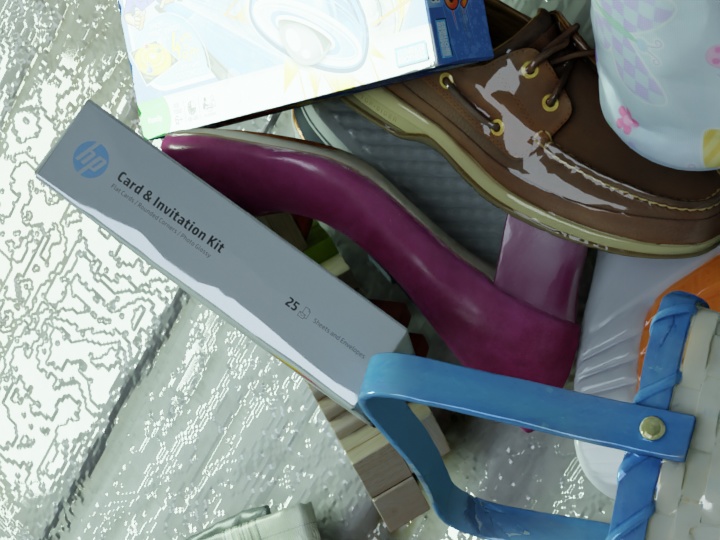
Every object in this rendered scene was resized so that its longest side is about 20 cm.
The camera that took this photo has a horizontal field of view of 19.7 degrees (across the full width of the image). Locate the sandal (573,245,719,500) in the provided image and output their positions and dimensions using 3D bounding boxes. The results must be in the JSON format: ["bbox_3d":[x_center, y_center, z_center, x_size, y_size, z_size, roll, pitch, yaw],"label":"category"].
[{"bbox_3d":[0.142,0.003,0.916,0.078,0.059,0.209,2,75,17],"label":"sandal"}]

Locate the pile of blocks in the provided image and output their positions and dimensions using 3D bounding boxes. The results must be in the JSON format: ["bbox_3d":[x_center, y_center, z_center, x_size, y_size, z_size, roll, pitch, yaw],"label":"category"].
[{"bbox_3d":[-0.009,0.026,1.019,0.062,0.082,0.201,-29,82,-3],"label":"pile of blocks"}]

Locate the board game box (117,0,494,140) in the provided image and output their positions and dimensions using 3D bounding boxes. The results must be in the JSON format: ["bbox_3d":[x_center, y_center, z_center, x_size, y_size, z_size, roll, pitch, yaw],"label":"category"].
[{"bbox_3d":[-0.035,-0.138,0.884,0.199,0.034,0.137,-10,92,48],"label":"board game box"}]

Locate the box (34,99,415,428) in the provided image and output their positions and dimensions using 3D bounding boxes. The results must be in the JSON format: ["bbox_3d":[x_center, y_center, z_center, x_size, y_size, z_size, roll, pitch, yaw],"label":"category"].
[{"bbox_3d":[-0.049,0.004,0.880,0.155,0.200,0.041,36,88,7],"label":"box"}]

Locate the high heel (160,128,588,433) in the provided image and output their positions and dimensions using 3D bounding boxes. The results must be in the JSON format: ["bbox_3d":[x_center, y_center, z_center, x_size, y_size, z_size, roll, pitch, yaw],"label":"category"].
[{"bbox_3d":[0.000,0.000,0.902,0.198,0.067,0.097,15,96,3],"label":"high heel"}]

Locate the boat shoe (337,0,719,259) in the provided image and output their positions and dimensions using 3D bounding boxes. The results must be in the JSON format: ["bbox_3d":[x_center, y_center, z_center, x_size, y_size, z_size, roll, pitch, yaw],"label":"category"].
[{"bbox_3d":[0.070,-0.073,0.870,0.199,0.072,0.068,32,132,21],"label":"boat shoe"}]

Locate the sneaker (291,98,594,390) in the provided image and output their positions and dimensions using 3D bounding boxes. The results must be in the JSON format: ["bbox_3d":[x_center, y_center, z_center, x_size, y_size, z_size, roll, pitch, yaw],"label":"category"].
[{"bbox_3d":[0.041,-0.022,0.970,0.078,0.079,0.201,-34,86,-15],"label":"sneaker"}]

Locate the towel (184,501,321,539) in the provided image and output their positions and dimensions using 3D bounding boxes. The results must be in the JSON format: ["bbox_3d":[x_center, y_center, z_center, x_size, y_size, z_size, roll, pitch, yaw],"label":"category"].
[{"bbox_3d":[-0.060,0.232,1.079,0.192,0.034,0.202,-23,82,35],"label":"towel"}]

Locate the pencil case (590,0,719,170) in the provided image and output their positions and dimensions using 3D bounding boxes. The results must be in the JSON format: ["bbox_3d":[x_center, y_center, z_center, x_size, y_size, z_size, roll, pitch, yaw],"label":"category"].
[{"bbox_3d":[0.125,-0.129,0.748,0.091,0.083,0.201,41,155,35],"label":"pencil case"}]

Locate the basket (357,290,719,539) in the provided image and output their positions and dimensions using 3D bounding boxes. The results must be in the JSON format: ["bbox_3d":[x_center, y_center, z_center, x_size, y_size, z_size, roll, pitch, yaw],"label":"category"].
[{"bbox_3d":[0.108,0.084,0.783,0.198,0.176,0.140,13,72,22],"label":"basket"}]
